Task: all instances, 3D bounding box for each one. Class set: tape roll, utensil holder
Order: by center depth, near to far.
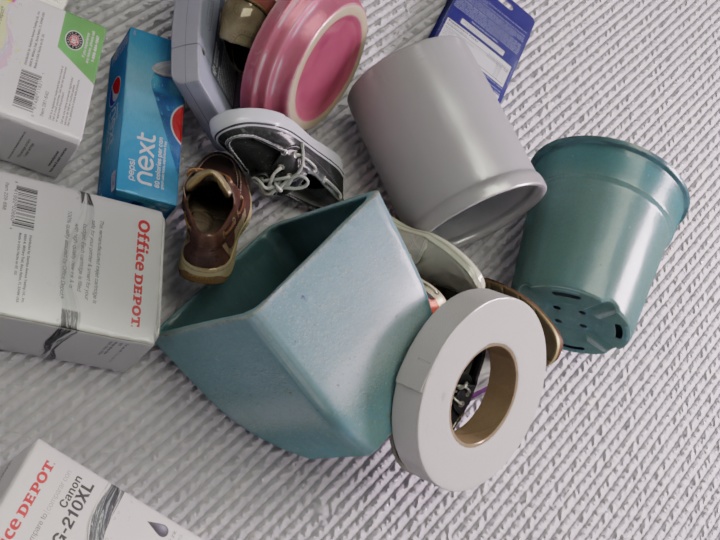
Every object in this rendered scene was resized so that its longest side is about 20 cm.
[{"bbox_3d":[0.109,0.118,1.254,0.202,0.037,0.204,-20,119,-41],"label":"tape roll"},{"bbox_3d":[0.094,-0.142,1.464,0.169,0.170,0.201,-14,71,-37],"label":"utensil holder"}]

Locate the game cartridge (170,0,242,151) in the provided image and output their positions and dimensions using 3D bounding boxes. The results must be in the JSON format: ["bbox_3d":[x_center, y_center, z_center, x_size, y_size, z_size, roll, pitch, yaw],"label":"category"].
[{"bbox_3d":[-0.161,-0.247,1.378,0.133,0.041,0.201,57,29,-51],"label":"game cartridge"}]

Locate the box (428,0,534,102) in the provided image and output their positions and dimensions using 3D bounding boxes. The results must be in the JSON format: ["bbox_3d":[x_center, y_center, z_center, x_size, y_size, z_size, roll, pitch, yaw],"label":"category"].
[{"bbox_3d":[0.152,-0.295,1.665,0.121,0.032,0.200,36,53,-13],"label":"box"}]

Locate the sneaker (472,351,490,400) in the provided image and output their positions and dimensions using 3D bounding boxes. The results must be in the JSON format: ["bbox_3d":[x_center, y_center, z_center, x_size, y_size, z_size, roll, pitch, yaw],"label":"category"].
[{"bbox_3d":[0.094,0.100,1.392,0.199,0.075,0.100,-14,75,-37],"label":"sneaker"}]

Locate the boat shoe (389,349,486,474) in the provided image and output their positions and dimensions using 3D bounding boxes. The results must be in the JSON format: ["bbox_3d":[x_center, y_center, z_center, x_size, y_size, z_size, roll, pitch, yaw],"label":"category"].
[{"bbox_3d":[0.085,0.112,1.309,0.072,0.063,0.201,29,61,-12],"label":"boat shoe"}]

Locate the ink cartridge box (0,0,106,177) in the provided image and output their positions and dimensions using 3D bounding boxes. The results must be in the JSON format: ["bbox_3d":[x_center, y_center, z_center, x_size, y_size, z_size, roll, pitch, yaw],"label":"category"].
[{"bbox_3d":[-0.365,-0.199,1.243,0.199,0.084,0.145,19,58,-24],"label":"ink cartridge box"}]

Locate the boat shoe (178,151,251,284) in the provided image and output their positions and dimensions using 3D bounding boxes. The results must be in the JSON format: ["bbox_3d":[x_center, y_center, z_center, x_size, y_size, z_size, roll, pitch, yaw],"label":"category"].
[{"bbox_3d":[-0.148,-0.072,1.290,0.072,0.072,0.200,7,37,-1],"label":"boat shoe"}]

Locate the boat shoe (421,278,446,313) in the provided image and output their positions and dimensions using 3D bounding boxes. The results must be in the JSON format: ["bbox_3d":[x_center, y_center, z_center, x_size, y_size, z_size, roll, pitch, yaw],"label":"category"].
[{"bbox_3d":[0.000,0.000,1.349,0.200,0.071,0.062,35,55,29],"label":"boat shoe"}]

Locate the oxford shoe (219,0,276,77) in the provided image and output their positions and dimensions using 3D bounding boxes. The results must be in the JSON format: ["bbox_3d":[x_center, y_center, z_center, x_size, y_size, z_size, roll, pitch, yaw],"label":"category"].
[{"bbox_3d":[-0.116,-0.241,1.394,0.070,0.200,0.075,23,80,19],"label":"oxford shoe"}]

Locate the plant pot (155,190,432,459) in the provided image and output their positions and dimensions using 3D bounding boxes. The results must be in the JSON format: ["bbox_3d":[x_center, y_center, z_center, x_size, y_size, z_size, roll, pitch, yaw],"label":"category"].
[{"bbox_3d":[-0.042,0.073,1.244,0.196,0.195,0.200,-45,109,-34],"label":"plant pot"}]

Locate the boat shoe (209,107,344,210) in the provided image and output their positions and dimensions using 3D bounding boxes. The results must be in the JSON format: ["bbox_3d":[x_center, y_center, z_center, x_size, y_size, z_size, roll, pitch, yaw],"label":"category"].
[{"bbox_3d":[-0.085,-0.110,1.363,0.199,0.073,0.068,31,44,-54],"label":"boat shoe"}]

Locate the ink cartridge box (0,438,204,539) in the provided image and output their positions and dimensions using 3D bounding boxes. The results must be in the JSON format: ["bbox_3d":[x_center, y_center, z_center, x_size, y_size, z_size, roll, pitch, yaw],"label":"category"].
[{"bbox_3d":[-0.238,0.261,1.085,0.200,0.084,0.145,35,51,-13],"label":"ink cartridge box"}]

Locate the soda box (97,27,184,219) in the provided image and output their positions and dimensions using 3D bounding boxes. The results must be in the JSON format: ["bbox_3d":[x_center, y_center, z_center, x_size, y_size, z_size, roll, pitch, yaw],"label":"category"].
[{"bbox_3d":[-0.225,-0.147,1.322,0.068,0.064,0.201,14,60,-26],"label":"soda box"}]

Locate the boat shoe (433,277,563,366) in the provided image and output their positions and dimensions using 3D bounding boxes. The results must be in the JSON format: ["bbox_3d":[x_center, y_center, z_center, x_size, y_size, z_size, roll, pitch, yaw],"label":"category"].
[{"bbox_3d":[0.146,0.043,1.410,0.200,0.072,0.067,30,15,33],"label":"boat shoe"}]

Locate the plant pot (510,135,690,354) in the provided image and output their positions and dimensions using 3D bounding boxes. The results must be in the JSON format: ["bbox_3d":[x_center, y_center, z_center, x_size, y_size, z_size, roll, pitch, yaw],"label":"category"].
[{"bbox_3d":[0.271,-0.021,1.507,0.200,0.200,0.197,30,60,-16],"label":"plant pot"}]

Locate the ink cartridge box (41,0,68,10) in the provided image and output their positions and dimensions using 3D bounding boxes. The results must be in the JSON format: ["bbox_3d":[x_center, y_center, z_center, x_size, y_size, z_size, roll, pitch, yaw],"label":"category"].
[{"bbox_3d":[-0.359,-0.346,1.352,0.145,0.048,0.201,28,77,-18],"label":"ink cartridge box"}]

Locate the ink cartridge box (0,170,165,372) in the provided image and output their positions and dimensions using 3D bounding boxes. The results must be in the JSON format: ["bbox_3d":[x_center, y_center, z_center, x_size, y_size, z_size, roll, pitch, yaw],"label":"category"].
[{"bbox_3d":[-0.291,0.001,1.187,0.199,0.084,0.147,15,59,-27],"label":"ink cartridge box"}]

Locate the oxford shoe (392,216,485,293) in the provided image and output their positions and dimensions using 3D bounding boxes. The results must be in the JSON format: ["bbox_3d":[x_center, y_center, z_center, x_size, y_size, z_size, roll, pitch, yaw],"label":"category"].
[{"bbox_3d":[0.048,-0.013,1.384,0.199,0.075,0.058,27,60,31],"label":"oxford shoe"}]

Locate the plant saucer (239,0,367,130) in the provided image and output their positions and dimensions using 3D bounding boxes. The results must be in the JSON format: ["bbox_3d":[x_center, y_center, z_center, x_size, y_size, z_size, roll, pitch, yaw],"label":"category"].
[{"bbox_3d":[-0.053,-0.230,1.389,0.051,0.201,0.200,31,48,18],"label":"plant saucer"}]
